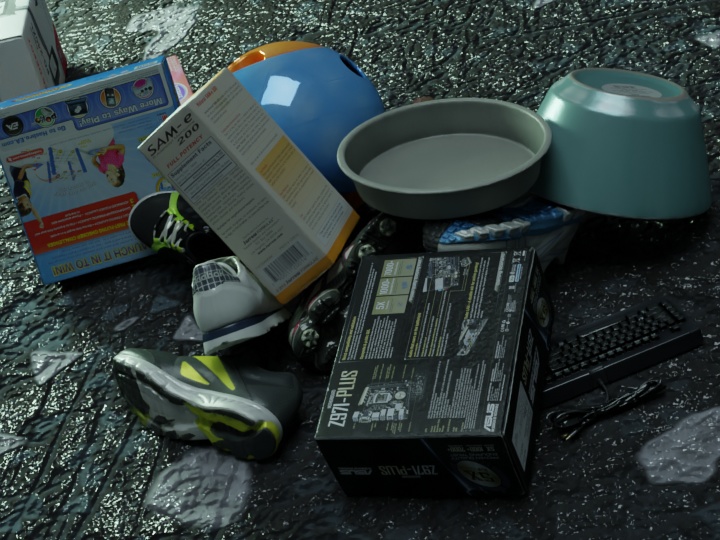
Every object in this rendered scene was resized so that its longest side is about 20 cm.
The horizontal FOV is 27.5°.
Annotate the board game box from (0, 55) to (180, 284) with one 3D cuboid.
[{"bbox_3d":[-0.275,-0.107,1.583,0.199,0.197,0.056,-15,17,1],"label":"board game box"}]

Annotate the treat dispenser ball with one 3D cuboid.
[{"bbox_3d":[-0.070,-0.139,1.541,0.200,0.202,0.201,-11,35,8],"label":"treat dispenser ball"}]

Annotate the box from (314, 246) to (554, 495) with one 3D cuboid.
[{"bbox_3d":[0.067,0.085,1.249,0.163,0.086,0.201,-4,48,21],"label":"box"}]

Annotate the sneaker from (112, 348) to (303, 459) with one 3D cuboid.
[{"bbox_3d":[-0.139,0.112,1.353,0.199,0.075,0.085,19,42,28],"label":"sneaker"}]

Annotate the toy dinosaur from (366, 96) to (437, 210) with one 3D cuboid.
[{"bbox_3d":[0.070,-0.135,1.522,0.135,0.086,0.201,23,36,-15],"label":"toy dinosaur"}]

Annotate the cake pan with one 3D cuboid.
[{"bbox_3d":[0.078,-0.104,1.365,0.199,0.037,0.201,-6,30,3],"label":"cake pan"}]

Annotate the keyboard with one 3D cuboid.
[{"bbox_3d":[0.203,0.086,1.281,0.199,0.021,0.127,-22,35,-6],"label":"keyboard"}]

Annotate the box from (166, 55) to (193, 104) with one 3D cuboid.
[{"bbox_3d":[-0.227,-0.157,1.718,0.094,0.103,0.200,-20,34,-5],"label":"box"}]

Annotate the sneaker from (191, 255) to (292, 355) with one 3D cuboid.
[{"bbox_3d":[-0.116,0.024,1.389,0.076,0.081,0.200,-22,2,2],"label":"sneaker"}]

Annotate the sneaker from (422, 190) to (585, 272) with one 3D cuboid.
[{"bbox_3d":[0.135,-0.020,1.360,0.199,0.087,0.075,-10,28,-40],"label":"sneaker"}]

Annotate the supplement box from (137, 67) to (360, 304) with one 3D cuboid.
[{"bbox_3d":[-0.101,-0.081,1.392,0.073,0.200,0.126,-38,9,24],"label":"supplement box"}]

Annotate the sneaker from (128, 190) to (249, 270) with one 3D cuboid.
[{"bbox_3d":[-0.162,-0.037,1.502,0.199,0.083,0.072,19,91,24],"label":"sneaker"}]

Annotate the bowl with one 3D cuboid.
[{"bbox_3d":[0.248,-0.131,1.420,0.199,0.106,0.201,5,21,-2],"label":"bowl"}]

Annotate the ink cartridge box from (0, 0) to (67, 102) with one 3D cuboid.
[{"bbox_3d":[-0.450,-0.278,1.937,0.083,0.146,0.200,-13,35,2],"label":"ink cartridge box"}]

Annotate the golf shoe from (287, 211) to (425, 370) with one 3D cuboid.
[{"bbox_3d":[0.000,0.000,1.393,0.200,0.077,0.088,-47,23,-3],"label":"golf shoe"}]
